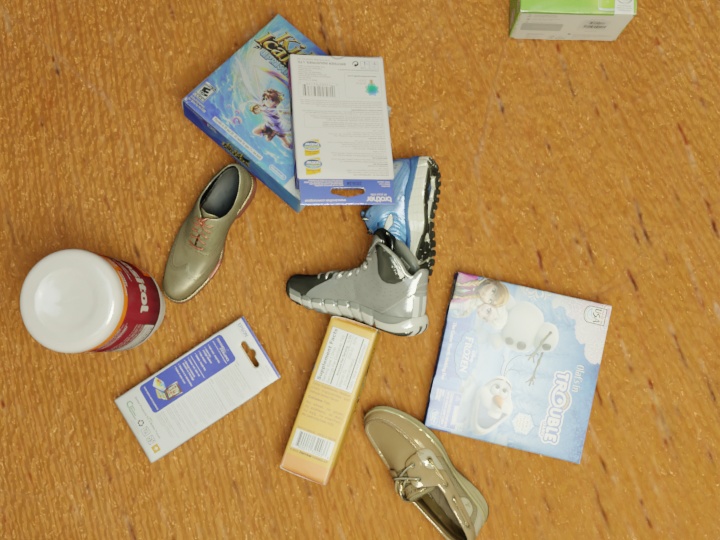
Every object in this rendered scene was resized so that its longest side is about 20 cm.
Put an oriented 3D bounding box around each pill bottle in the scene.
[{"bbox_3d":[-0.305,0.040,0.855,0.112,0.200,0.114,0,85,2],"label":"pill bottle"}]

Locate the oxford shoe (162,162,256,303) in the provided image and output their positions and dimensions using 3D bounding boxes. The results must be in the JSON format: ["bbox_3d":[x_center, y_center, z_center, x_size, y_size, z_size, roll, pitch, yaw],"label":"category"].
[{"bbox_3d":[-0.204,-0.052,0.921,0.070,0.075,0.201,25,87,4],"label":"oxford shoe"}]

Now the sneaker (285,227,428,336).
[{"bbox_3d":[0.000,0.000,0.877,0.199,0.075,0.116,14,105,28],"label":"sneaker"}]

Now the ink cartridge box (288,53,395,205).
[{"bbox_3d":[-0.024,-0.167,0.875,0.119,0.042,0.201,-1,71,-12],"label":"ink cartridge box"}]

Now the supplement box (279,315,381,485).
[{"bbox_3d":[-0.035,0.159,0.903,0.069,0.067,0.201,21,86,7],"label":"supplement box"}]

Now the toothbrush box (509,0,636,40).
[{"bbox_3d":[0.273,-0.410,0.928,0.145,0.086,0.201,3,84,2],"label":"toothbrush box"}]

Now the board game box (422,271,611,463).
[{"bbox_3d":[0.196,0.120,0.908,0.198,0.043,0.201,12,87,3],"label":"board game box"}]

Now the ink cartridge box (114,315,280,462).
[{"bbox_3d":[-0.207,0.152,0.925,0.200,0.037,0.095,-33,84,2],"label":"ink cartridge box"}]

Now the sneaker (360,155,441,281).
[{"bbox_3d":[0.047,-0.046,0.920,0.089,0.078,0.201,8,92,26],"label":"sneaker"}]

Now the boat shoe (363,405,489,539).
[{"bbox_3d":[0.075,0.251,0.878,0.200,0.065,0.071,44,126,4],"label":"boat shoe"}]

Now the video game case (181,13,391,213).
[{"bbox_3d":[-0.093,-0.205,0.921,0.200,0.045,0.181,40,70,5],"label":"video game case"}]
